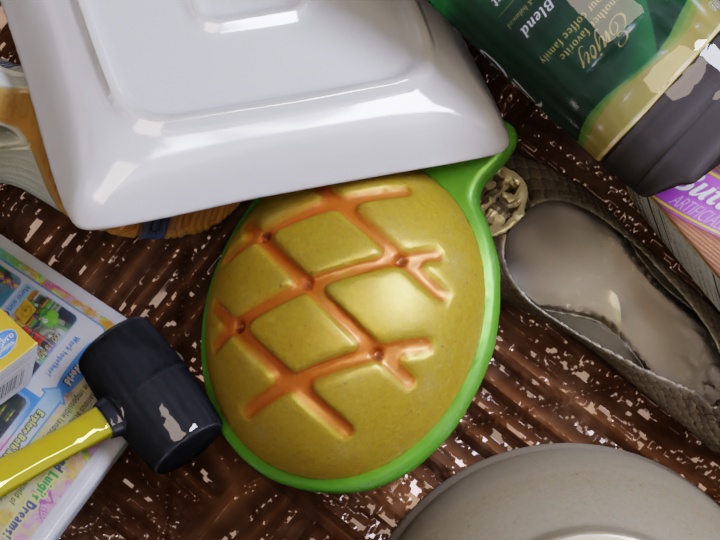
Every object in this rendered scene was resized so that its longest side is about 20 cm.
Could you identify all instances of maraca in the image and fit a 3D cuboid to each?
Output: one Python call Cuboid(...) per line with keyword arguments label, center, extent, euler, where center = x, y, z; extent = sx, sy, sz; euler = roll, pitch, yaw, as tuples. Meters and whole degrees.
Cuboid(label="maraca", center=(0.000, 0.000, 1.092), extent=(0.137, 0.107, 0.201), euler=(10, 77, 18))

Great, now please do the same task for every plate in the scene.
Cuboid(label="plate", center=(-0.055, -0.120, 1.084), extent=(0.199, 0.032, 0.200), euler=(-12, 58, -16))

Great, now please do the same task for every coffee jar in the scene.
Cuboid(label="coffee jar", center=(0.085, -0.119, 1.050), extent=(0.200, 0.104, 0.085), euler=(43, 100, 3))

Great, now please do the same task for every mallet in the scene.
Cuboid(label="mallet", center=(-0.157, 0.080, 1.049), extent=(0.199, 0.041, 0.066), euler=(-21, 68, -25))

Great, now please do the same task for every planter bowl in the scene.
Cuboid(label="planter bowl", center=(0.096, 0.171, 1.060), extent=(0.199, 0.135, 0.201), euler=(0, 83, -1))

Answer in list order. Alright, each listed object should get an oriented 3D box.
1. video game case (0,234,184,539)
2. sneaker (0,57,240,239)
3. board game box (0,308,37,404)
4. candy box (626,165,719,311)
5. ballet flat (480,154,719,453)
Cuboid(label="video game case", center=(-0.203, 0.061, 1.079), extent=(0.182, 0.024, 0.200), euler=(34, 54, 3))
Cuboid(label="sneaker", center=(-0.148, -0.069, 1.116), extent=(0.199, 0.088, 0.076), euler=(13, 103, -22))
Cuboid(label="board game box", center=(-0.253, 0.049, 1.028), extent=(0.134, 0.034, 0.200), euler=(41, 55, 14))
Cuboid(label="candy box", center=(0.216, -0.006, 1.081), extent=(0.116, 0.056, 0.200), euler=(-34, 59, -2))
Cuboid(label="ballet flat", center=(0.115, 0.013, 1.122), extent=(0.200, 0.046, 0.067), euler=(41, 84, 4))
